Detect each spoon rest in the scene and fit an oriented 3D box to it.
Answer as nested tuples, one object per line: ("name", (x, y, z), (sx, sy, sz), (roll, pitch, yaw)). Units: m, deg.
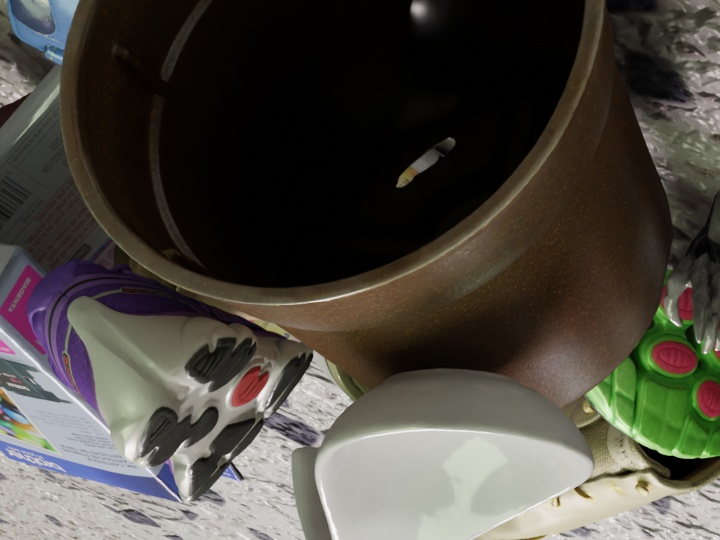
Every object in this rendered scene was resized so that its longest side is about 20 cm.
("spoon rest", (0.019, 0.081, 0.860), (0.099, 0.061, 0.200), (7, 164, -15))

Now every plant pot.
("plant pot", (0.020, -0.043, 0.854), (0.200, 0.201, 0.198), (14, 163, 27))

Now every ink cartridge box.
("ink cartridge box", (-0.149, 0.049, 1.034), (0.119, 0.042, 0.200), (10, 155, 37))

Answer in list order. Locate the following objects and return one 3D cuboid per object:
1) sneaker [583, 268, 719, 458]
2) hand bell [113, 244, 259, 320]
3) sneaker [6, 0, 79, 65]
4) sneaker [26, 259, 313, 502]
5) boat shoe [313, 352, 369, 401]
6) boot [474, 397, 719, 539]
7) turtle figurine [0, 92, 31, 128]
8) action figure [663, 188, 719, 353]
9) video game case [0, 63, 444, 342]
("sneaker", (0.139, 0.044, 1.013), (0.084, 0.077, 0.200), (18, 174, 43))
("hand bell", (0.000, 0.000, 1.012), (0.200, 0.104, 0.104), (9, 165, -23))
("sneaker", (-0.091, -0.112, 0.934), (0.082, 0.074, 0.200), (-22, 123, 36))
("sneaker", (-0.076, 0.032, 0.891), (0.083, 0.081, 0.200), (40, 175, 14))
("boat shoe", (-0.021, 0.002, 1.144), (0.068, 0.075, 0.200), (25, 159, 50))
("boot", (0.088, 0.098, 1.127), (0.200, 0.073, 0.155), (-9, 170, -27))
("turtle figurine", (-0.226, -0.006, 1.149), (0.200, 0.194, 0.144), (3, 129, 38))
("action figure", (0.177, -0.003, 0.876), (0.119, 0.102, 0.200), (8, 153, 11))
("video game case", (-0.082, -0.023, 1.044), (0.182, 0.024, 0.200), (35, 114, -22))
